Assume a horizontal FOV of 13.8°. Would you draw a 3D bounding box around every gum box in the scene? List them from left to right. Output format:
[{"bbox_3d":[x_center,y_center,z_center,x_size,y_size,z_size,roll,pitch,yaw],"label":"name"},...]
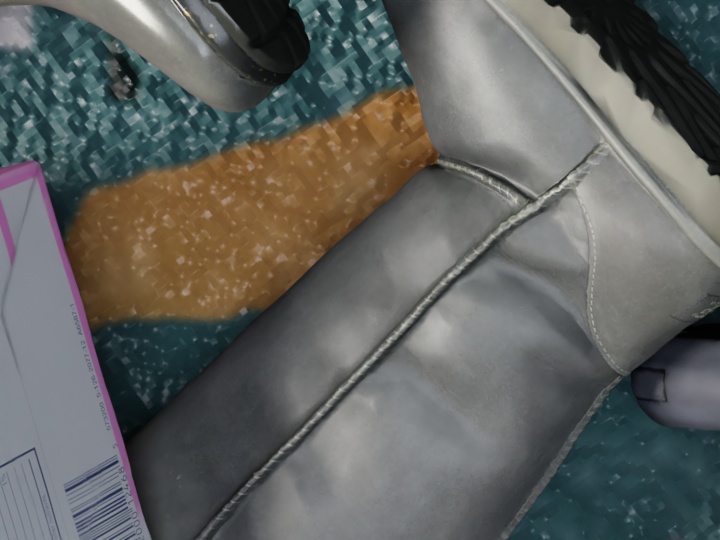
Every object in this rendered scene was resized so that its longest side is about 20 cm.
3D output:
[{"bbox_3d":[-0.117,0.082,0.777,0.113,0.066,0.200,-10,100,35],"label":"gum box"}]

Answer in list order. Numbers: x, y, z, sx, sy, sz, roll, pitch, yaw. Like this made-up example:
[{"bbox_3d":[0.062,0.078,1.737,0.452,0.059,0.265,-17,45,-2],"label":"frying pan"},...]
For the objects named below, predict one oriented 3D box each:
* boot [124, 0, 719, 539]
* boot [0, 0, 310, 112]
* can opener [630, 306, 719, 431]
[{"bbox_3d":[-0.002,-0.001,0.785,0.200,0.073,0.182,-45,70,25],"label":"boot"},{"bbox_3d":[-0.117,-0.073,0.770,0.200,0.068,0.131,41,103,16],"label":"boot"},{"bbox_3d":[0.146,0.025,0.727,0.063,0.200,0.079,-21,109,-35],"label":"can opener"}]
